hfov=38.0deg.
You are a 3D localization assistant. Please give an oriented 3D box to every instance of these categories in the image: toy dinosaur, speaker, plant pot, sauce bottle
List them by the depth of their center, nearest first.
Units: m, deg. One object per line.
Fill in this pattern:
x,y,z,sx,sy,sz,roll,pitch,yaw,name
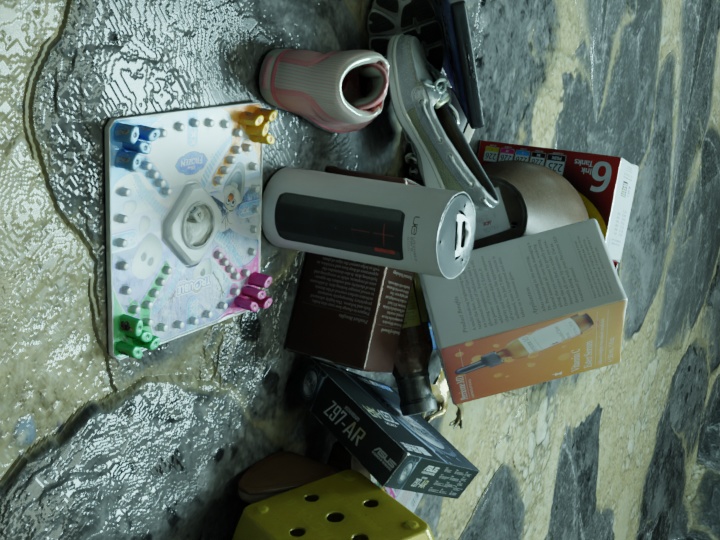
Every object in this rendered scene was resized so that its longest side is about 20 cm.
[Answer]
0.007,-0.047,0.989,0.081,0.199,0.082,-27,123,-53,speaker
-0.023,0.314,1.015,0.199,0.200,0.177,-12,113,-32,plant pot
0.044,0.060,1.162,0.066,0.066,0.201,1,77,-59,sauce bottle
0.167,-0.053,1.238,0.200,0.186,0.188,12,90,-71,plant pot
0.115,0.149,1.353,0.200,0.058,0.102,-32,131,-57,toy dinosaur

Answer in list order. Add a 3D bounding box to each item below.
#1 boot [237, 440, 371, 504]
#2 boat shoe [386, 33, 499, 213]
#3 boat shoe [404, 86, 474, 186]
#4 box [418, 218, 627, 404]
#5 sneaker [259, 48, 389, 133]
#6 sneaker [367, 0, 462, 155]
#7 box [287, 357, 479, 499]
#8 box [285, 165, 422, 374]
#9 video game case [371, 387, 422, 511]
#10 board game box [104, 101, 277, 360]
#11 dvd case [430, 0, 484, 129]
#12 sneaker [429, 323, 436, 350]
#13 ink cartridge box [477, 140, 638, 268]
-0.056,0.265,1.123,0.199,0.070,0.147,-11,117,-44,boot
0.083,-0.151,1.081,0.203,0.064,0.074,70,24,-8,boat shoe
0.079,-0.128,1.247,0.062,0.073,0.201,27,80,-15,boat shoe
0.177,0.049,1.143,0.152,0.199,0.107,69,6,-58,box
-0.003,-0.173,1.026,0.200,0.104,0.076,-1,99,-61,sneaker
0.053,-0.217,1.154,0.083,0.080,0.201,-116,-170,-67,sneaker
0.028,0.176,1.146,0.044,0.160,0.200,-52,148,5,box
0.000,0.000,1.095,0.075,0.100,0.201,20,84,-60,box
0.026,0.279,1.317,0.200,0.024,0.182,-57,144,-30,video game case
-0.141,-0.039,0.915,0.200,0.026,0.201,-21,118,-56,board game box
0.096,-0.260,1.127,0.200,0.017,0.143,-103,178,-53,dvd case
0.089,0.049,1.274,0.079,0.089,0.200,-67,150,-18,sneaker
0.248,-0.071,1.388,0.084,0.199,0.177,7,93,-59,ink cartridge box
